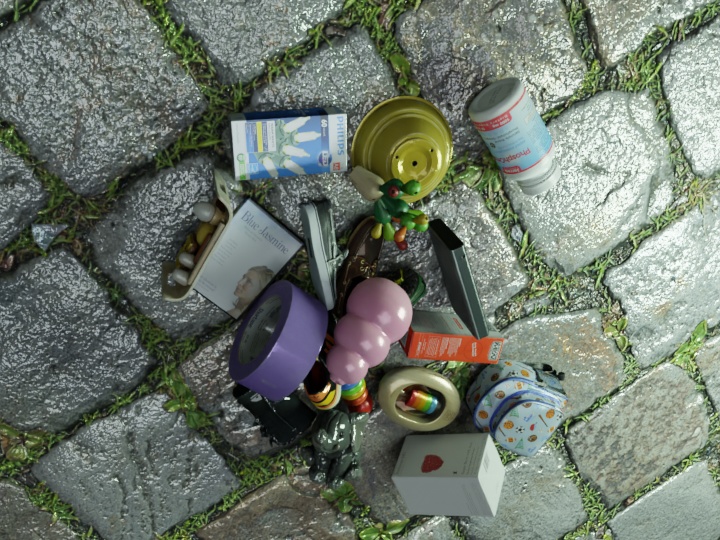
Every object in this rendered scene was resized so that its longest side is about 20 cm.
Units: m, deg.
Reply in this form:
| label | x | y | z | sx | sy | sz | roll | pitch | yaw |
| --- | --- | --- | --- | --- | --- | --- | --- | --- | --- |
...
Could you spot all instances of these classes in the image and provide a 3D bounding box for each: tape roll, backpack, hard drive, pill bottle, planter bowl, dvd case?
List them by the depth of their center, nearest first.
| label | x | y | z | sx | sy | sz | roll | pitch | yaw |
| --- | --- | --- | --- | --- | --- | --- | --- | --- | --- |
| planter bowl | 0.087 | -0.202 | 1.370 | 0.196 | 0.084 | 0.204 | -6 | 115 | -13 |
| tape roll | -0.150 | 0.125 | 1.385 | 0.084 | 0.201 | 0.201 | 33 | 102 | -24 |
| pill bottle | 0.287 | -0.239 | 1.394 | 0.108 | 0.109 | 0.201 | -36 | 117 | 3 |
| dvd case | -0.216 | -0.019 | 1.406 | 0.142 | 0.018 | 0.200 | 39 | 99 | -26 |
| hard drive | 0.187 | 0.016 | 1.463 | 0.032 | 0.140 | 0.203 | -23 | 118 | -4 |
| backpack | 0.324 | 0.288 | 1.625 | 0.188 | 0.155 | 0.202 | 25 | 108 | -13 |

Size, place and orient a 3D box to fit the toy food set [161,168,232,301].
| label | x | y | z | sx | sy | sz | roll | pitch | yaw |
| --- | --- | --- | --- | --- | --- | --- | --- | --- | --- |
| toy food set | -0.284 | -0.062 | 1.297 | 0.060 | 0.144 | 0.202 | 27 | 105 | -25 |

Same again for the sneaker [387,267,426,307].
| label | x | y | z | sx | sy | sz | roll | pitch | yaw |
| --- | --- | --- | --- | --- | --- | --- | --- | --- | --- |
| sneaker | 0.052 | 0.083 | 1.493 | 0.199 | 0.079 | 0.085 | -40 | 146 | 17 |

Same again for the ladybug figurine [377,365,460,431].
| label | x | y | z | sx | sy | sz | roll | pitch | yaw |
| --- | --- | --- | --- | --- | --- | --- | --- | --- | --- |
| ladybug figurine | 0.120 | 0.260 | 1.592 | 0.198 | 0.072 | 0.137 | 27 | 104 | -24 |

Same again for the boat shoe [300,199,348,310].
| label | x | y | z | sx | sy | sz | roll | pitch | yaw |
| --- | --- | --- | --- | --- | --- | --- | --- | --- | --- |
| boat shoe | -0.060 | -0.029 | 1.410 | 0.067 | 0.073 | 0.204 | -13 | 97 | -18 |

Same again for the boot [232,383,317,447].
| label | x | y | z | sx | sy | sz | roll | pitch | yaw |
| --- | --- | --- | --- | --- | --- | --- | --- | --- | --- |
| boot | -0.140 | 0.248 | 1.516 | 0.197 | 0.074 | 0.163 | -35 | 120 | 0 |

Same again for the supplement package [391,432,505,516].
| label | x | y | z | sx | sy | sz | roll | pitch | yaw |
| --- | --- | --- | --- | --- | --- | --- | --- | --- | --- |
| supplement package | 0.185 | 0.428 | 1.608 | 0.197 | 0.122 | 0.121 | -9 | 122 | 29 |

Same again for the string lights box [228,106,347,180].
| label | x | y | z | sx | sy | sz | roll | pitch | yaw |
| --- | --- | --- | --- | --- | --- | --- | --- | --- | --- |
| string lights box | -0.124 | -0.220 | 1.317 | 0.196 | 0.059 | 0.105 | -7 | 114 | -13 |

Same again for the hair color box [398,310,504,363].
| label | x | y | z | sx | sy | sz | roll | pitch | yaw |
| --- | --- | --- | --- | --- | --- | --- | --- | --- | --- |
| hair color box | 0.176 | 0.133 | 1.535 | 0.196 | 0.102 | 0.062 | 5 | 112 | -17 |

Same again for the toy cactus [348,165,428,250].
| label | x | y | z | sx | sy | sz | roll | pitch | yaw |
| --- | --- | --- | --- | --- | --- | --- | --- | --- | --- |
| toy cactus | 0.044 | -0.113 | 1.337 | 0.164 | 0.200 | 0.103 | 39 | 76 | 7 |

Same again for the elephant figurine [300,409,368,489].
| label | x | y | z | sx | sy | sz | roll | pitch | yaw |
| --- | --- | --- | --- | --- | --- | --- | --- | --- | --- |
| elephant figurine | -0.045 | 0.319 | 1.495 | 0.139 | 0.156 | 0.203 | -10 | 132 | -16 |

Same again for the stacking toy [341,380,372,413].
| label | x | y | z | sx | sy | sz | roll | pitch | yaw |
| --- | --- | --- | --- | --- | --- | --- | --- | --- | --- |
| stacking toy | -0.021 | 0.220 | 1.527 | 0.084 | 0.086 | 0.202 | -26 | 133 | -2 |

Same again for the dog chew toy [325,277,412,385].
| label | x | y | z | sx | sy | sz | roll | pitch | yaw |
| --- | --- | --- | --- | --- | --- | --- | --- | --- | --- |
| dog chew toy | 0.008 | 0.113 | 1.367 | 0.124 | 0.124 | 0.202 | 43 | 70 | -27 |

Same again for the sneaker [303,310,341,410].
| label | x | y | z | sx | sy | sz | roll | pitch | yaw |
| --- | --- | --- | --- | --- | --- | --- | --- | --- | --- |
| sneaker | -0.076 | 0.147 | 1.402 | 0.068 | 0.204 | 0.090 | -10 | 157 | 10 |

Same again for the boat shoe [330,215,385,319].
| label | x | y | z | sx | sy | sz | roll | pitch | yaw |
| --- | --- | --- | --- | --- | --- | --- | --- | --- | --- |
| boat shoe | 0.000 | 0.000 | 1.442 | 0.069 | 0.070 | 0.203 | 13 | 109 | -32 |
